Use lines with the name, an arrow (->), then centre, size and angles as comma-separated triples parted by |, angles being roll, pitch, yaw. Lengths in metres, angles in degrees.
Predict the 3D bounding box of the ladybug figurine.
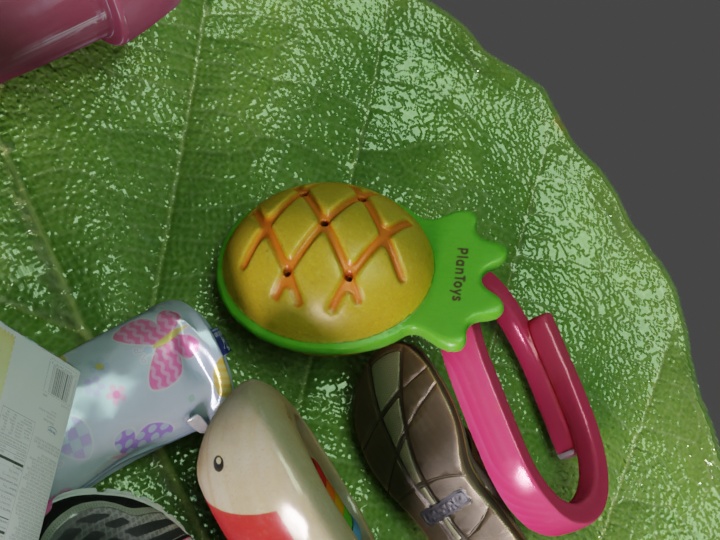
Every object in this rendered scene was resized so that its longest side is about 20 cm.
ladybug figurine -> -0.042, 0.160, 0.846 | 0.072, 0.136, 0.201 | -29, 117, 1

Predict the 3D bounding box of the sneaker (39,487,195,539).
sneaker -> -0.110, 0.200, 0.795 | 0.200, 0.087, 0.074 | 41, 85, -26

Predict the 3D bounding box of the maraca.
maraca -> 0.000, 0.000, 0.913 | 0.198, 0.107, 0.138 | 4, 58, 6

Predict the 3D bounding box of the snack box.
snack box -> -0.221, 0.073, 0.675 | 0.037, 0.200, 0.117 | 1, 67, 23

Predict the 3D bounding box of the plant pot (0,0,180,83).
plant pot -> -0.240, -0.204, 0.849 | 0.179, 0.200, 0.200 | -39, 92, -14

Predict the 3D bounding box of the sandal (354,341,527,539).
sandal -> 0.062, 0.142, 0.936 | 0.201, 0.080, 0.054 | 58, 27, -2

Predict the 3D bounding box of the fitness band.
fitness band -> 0.116, 0.091, 0.958 | 0.143, 0.037, 0.201 | -8, 73, -59

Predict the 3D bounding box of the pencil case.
pencil case -> -0.174, 0.096, 0.831 | 0.199, 0.083, 0.091 | -28, 94, -30
